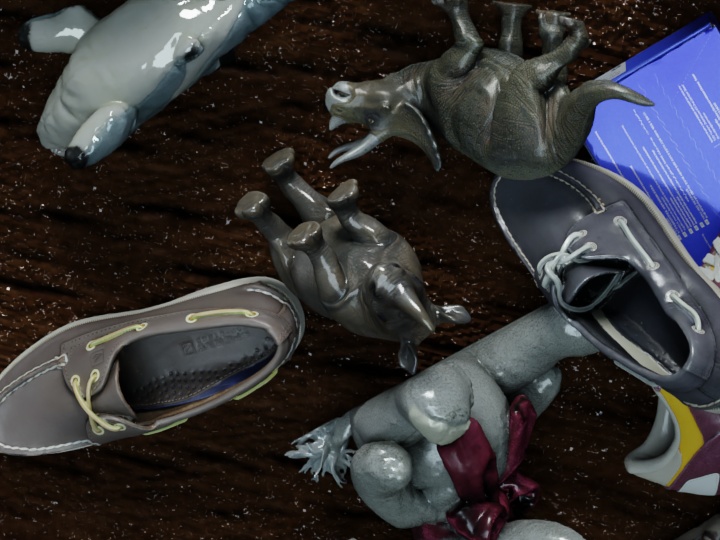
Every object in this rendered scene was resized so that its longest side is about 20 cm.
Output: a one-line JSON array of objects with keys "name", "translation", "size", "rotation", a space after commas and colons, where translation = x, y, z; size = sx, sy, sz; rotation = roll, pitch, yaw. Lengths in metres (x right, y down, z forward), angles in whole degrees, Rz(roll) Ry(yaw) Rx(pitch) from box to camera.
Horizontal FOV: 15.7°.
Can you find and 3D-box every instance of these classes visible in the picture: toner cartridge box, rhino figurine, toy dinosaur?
[{"name": "toner cartridge box", "translation": [0.202, -0.032, 1.429], "size": [0.095, 0.043, 0.200], "rotation": [-29, 100, 14]}, {"name": "rhino figurine", "translation": [0.000, 0.000, 1.387], "size": [0.060, 0.200, 0.087], "rotation": [-39, 117, -9]}, {"name": "toy dinosaur", "translation": [0.081, -0.090, 1.391], "size": [0.200, 0.077, 0.102], "rotation": [15, 102, 33]}]

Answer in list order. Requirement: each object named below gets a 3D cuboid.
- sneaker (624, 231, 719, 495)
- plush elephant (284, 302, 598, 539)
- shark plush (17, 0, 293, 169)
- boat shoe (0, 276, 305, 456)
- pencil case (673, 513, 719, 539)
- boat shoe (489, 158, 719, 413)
[{"name": "sneaker", "translation": [0.189, 0.026, 1.385], "size": [0.090, 0.075, 0.200], "rotation": [5, 105, -1]}, {"name": "plush elephant", "translation": [0.060, 0.129, 1.430], "size": [0.200, 0.165, 0.155], "rotation": [-30, 87, 41]}, {"name": "shark plush", "translation": [-0.098, -0.128, 1.417], "size": [0.200, 0.083, 0.091], "rotation": [-40, 65, 8]}, {"name": "boat shoe", "translation": [-0.128, 0.060, 1.475], "size": [0.200, 0.060, 0.072], "rotation": [-19, 103, 10]}, {"name": "pencil case", "translation": [0.159, 0.207, 1.474], "size": [0.200, 0.089, 0.078], "rotation": [-31, 103, 12]}, {"name": "boat shoe", "translation": [0.128, -0.001, 1.361], "size": [0.200, 0.063, 0.073], "rotation": [46, 110, 35]}]
